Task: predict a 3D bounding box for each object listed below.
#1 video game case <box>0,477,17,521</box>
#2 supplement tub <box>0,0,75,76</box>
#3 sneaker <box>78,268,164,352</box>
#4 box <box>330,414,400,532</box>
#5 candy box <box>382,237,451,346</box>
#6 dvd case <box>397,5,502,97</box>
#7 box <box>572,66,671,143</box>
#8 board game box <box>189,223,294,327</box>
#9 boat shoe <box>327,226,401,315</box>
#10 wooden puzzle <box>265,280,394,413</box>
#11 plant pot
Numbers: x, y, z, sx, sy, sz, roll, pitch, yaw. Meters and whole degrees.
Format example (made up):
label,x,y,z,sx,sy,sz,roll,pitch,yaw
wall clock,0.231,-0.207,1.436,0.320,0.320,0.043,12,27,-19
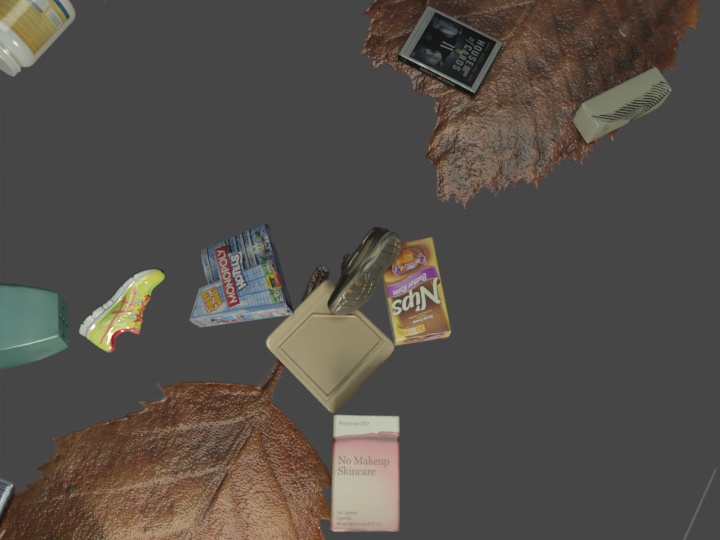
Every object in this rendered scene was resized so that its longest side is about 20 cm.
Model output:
label,x,y,z,sx,sy,sz,roll,pitch,yaw
video game case,-0.766,0.451,1.418,0.196,0.023,0.185,18,73,5
supplement tub,-0.744,-0.545,1.684,0.143,0.145,0.201,33,74,10
sneaker,-0.457,0.080,1.524,0.090,0.078,0.200,44,82,5
box,0.009,0.374,1.407,0.125,0.109,0.204,0,72,0
candy box,0.107,0.042,1.547,0.114,0.057,0.204,-9,73,-4
dvd case,0.205,-0.500,1.744,0.198,0.025,0.152,28,74,9
box,0.570,-0.361,1.673,0.197,0.082,0.069,-28,75,-8
board game box,-0.254,0.024,1.530,0.197,0.062,0.203,-21,68,4
boat shoe,0.000,0.000,1.521,0.201,0.075,0.073,-50,49,-5
wooden puzzle,-0.060,0.150,1.523,0.200,0.037,0.185,44,76,8
plant pot,-0.674,0.105,1.475,0.196,0.142,0.144,-6,71,-10
